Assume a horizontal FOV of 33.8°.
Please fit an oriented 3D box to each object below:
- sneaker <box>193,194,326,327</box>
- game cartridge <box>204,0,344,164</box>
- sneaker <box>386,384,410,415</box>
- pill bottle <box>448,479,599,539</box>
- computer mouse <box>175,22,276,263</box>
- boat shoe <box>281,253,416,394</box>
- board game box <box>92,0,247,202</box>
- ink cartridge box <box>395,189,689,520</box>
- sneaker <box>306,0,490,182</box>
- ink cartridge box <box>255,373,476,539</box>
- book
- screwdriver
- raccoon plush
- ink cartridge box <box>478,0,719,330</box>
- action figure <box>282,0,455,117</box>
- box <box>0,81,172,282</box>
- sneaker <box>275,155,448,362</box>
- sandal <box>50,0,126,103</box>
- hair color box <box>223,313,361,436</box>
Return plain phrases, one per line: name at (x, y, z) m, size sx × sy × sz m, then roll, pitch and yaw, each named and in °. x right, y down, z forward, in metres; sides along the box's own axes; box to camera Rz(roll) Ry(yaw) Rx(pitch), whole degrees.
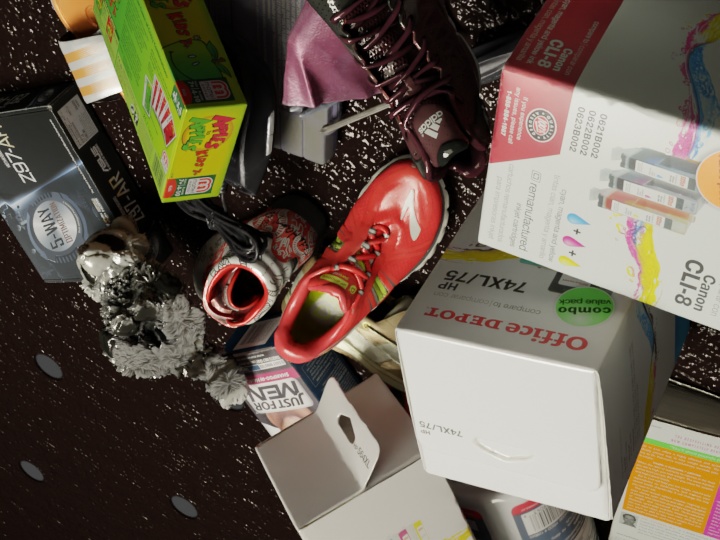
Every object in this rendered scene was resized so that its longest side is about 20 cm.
sneaker at (-0.118, 0.009, 1.069) m, size 0.067 × 0.108 × 0.201 m, roll 46°, pitch 139°, yaw -12°
game cartridge at (-0.071, -0.184, 0.912) m, size 0.129 × 0.038 × 0.201 m, roll 18°, pitch 137°, yaw 15°
sneaker at (0.003, 0.170, 1.091) m, size 0.085 × 0.201 × 0.077 m, roll 25°, pitch -171°, yaw -42°
pill bottle at (0.152, 0.233, 1.084) m, size 0.119 × 0.120 × 0.201 m, roll 1°, pitch 129°, yaw 34°
computer mouse at (-0.112, -0.116, 0.951) m, size 0.140 × 0.046 × 0.201 m, roll 35°, pitch 137°, yaw 39°
boat shoe at (0.028, 0.052, 1.036) m, size 0.199 × 0.074 × 0.067 m, roll 26°, pitch 116°, yaw 2°
board game box at (-0.147, -0.162, 0.885) m, size 0.201 × 0.047 × 0.102 m, roll 66°, pitch 150°, yaw 28°
ink cartridge box at (0.138, 0.044, 0.850) m, size 0.146 × 0.200 × 0.147 m, roll 10°, pitch 134°, yaw 27°
sneaker at (0.030, -0.124, 0.696) m, size 0.075 × 0.116 × 0.200 m, roll -29°, pitch 140°, yaw 18°
ink cartridge box at (0.009, 0.199, 0.991) m, size 0.201 × 0.125 × 0.129 m, roll 65°, pitch 171°, yaw -31°
book at (0.290, 0.189, 1.004) m, size 0.133 × 0.048 × 0.201 m, roll 18°, pitch 138°, yaw 17°
screwdriver at (0.047, -0.135, 0.871) m, size 0.199 × 0.029 × 0.028 m, roll -15°, pitch 116°, yaw 40°
raccoon plush at (-0.195, 0.043, 1.111) m, size 0.134 × 0.096 × 0.201 m, roll 55°, pitch 173°, yaw 46°
ink cartridge box at (0.196, -0.077, 0.737) m, size 0.199 × 0.145 × 0.146 m, roll 20°, pitch 137°, yaw 17°
action figure at (-0.011, -0.196, 0.752) m, size 0.148 × 0.135 × 0.201 m, roll 0°, pitch 133°, yaw 4°
box at (-0.294, -0.080, 1.158) m, size 0.159 × 0.044 × 0.201 m, roll -1°, pitch 128°, yaw 35°
sneaker at (0.000, 0.000, 0.947) m, size 0.077 × 0.085 × 0.201 m, roll 36°, pitch 111°, yaw 3°
sandal at (-0.197, -0.154, 1.007) m, size 0.079 × 0.059 × 0.207 m, roll -14°, pitch 119°, yaw 42°
hair color box at (-0.046, 0.137, 1.178) m, size 0.100 × 0.061 × 0.201 m, roll -14°, pitch 120°, yaw 43°
